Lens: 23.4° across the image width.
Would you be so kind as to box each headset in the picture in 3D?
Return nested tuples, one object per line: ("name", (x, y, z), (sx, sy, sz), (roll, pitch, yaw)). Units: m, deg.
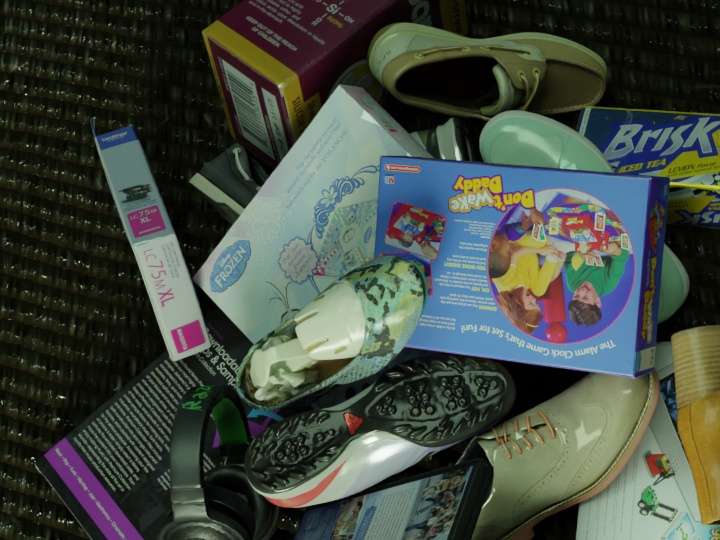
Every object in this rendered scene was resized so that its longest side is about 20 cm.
("headset", (-0.114, 0.183, 1.260), (0.094, 0.124, 0.200), (-6, 99, 14))

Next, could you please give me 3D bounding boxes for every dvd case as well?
("dvd case", (0.003, 0.209, 1.204), (0.200, 0.018, 0.143), (-24, 34, 48))

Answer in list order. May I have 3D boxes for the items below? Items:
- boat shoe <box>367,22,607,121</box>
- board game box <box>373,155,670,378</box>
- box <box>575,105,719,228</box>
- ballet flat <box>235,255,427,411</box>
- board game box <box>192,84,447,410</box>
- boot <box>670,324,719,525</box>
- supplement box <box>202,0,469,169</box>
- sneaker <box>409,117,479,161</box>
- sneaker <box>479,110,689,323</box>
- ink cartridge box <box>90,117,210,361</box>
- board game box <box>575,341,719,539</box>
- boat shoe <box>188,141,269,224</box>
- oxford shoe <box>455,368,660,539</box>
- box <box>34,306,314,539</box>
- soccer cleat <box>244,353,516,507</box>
("boat shoe", (0.106, -0.147, 1.382), (0.200, 0.074, 0.066), (2, 36, -13))
("board game box", (0.107, -0.006, 1.207), (0.200, 0.045, 0.135), (7, 96, 27))
("box", (0.262, -0.076, 1.328), (0.200, 0.064, 0.070), (6, 63, 23))
("ballet flat", (-0.027, 0.052, 1.224), (0.200, 0.074, 0.074), (-43, 38, 49))
("board game box", (0.000, 0.000, 1.312), (0.199, 0.043, 0.200), (46, 111, 18))
("boot", (0.306, 0.106, 1.187), (0.201, 0.071, 0.144), (-4, 74, -19))
("supplement box", (-0.015, -0.185, 1.436), (0.200, 0.131, 0.103), (-41, 56, -20))
("sneaker", (0.044, -0.016, 1.366), (0.115, 0.076, 0.201), (-15, 61, 15))
("sneaker", (0.153, -0.037, 1.268), (0.200, 0.118, 0.074), (46, 114, 8))
("ink cartridge box", (-0.172, -0.033, 1.410), (0.042, 0.119, 0.200), (-20, 39, -9))
("board game box", (0.221, 0.145, 1.227), (0.126, 0.035, 0.200), (-1, 60, 21))
("boat shoe", (-0.060, -0.047, 1.426), (0.063, 0.073, 0.200), (-49, 52, -8))
("oxford shoe", (0.124, 0.129, 1.218), (0.200, 0.074, 0.071), (-46, 41, 10))
("box", (-0.139, 0.138, 1.367), (0.200, 0.036, 0.143), (-41, 56, -5))
("soccer cleat", (0.018, 0.117, 1.241), (0.200, 0.073, 0.068), (-22, 61, 7))
